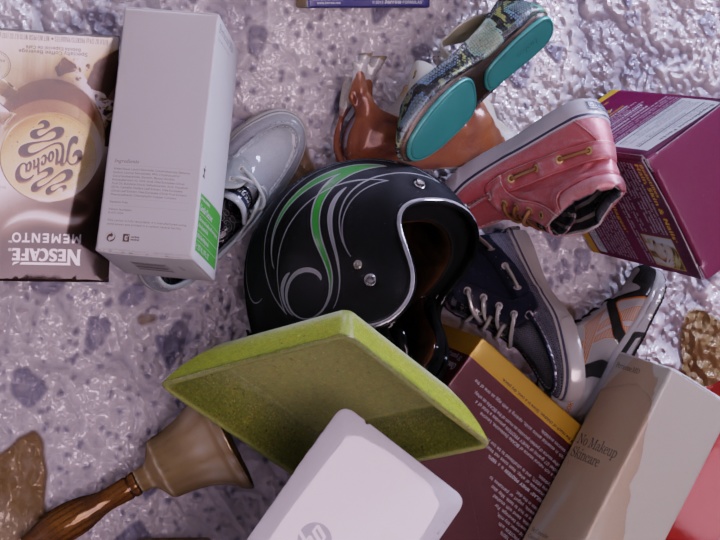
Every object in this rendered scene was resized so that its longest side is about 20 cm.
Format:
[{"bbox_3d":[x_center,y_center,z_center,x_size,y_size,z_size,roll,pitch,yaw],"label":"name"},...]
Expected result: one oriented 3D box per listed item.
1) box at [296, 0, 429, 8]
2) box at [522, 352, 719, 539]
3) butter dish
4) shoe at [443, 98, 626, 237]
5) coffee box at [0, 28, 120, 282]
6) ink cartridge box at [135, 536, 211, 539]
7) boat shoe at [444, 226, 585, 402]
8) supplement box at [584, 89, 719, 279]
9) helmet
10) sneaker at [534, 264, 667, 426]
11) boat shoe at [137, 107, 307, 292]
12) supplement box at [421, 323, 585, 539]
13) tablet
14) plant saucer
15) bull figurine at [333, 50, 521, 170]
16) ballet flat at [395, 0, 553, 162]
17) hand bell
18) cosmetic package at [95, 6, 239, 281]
[{"bbox_3d":[0.003,-0.332,1.518,0.120,0.032,0.202,-3,100,-23],"label":"box"},{"bbox_3d":[0.231,0.182,1.510,0.077,0.095,0.201,30,83,-23],"label":"box"},{"bbox_3d":[0.336,0.211,1.629,0.147,0.200,0.201,36,82,6],"label":"butter dish"},{"bbox_3d":[0.147,-0.063,1.526,0.071,0.200,0.092,14,53,-43],"label":"shoe"},{"bbox_3d":[-0.263,-0.095,1.415,0.112,0.080,0.202,0,97,-23],"label":"coffee box"},{"bbox_3d":[-0.156,0.330,1.450,0.074,0.200,0.166,-1,99,-7],"label":"ink cartridge box"},{"bbox_3d":[0.129,0.043,1.552,0.092,0.201,0.075,-5,132,-16],"label":"boat shoe"},{"bbox_3d":[0.269,-0.083,1.574,0.103,0.200,0.132,-34,110,-14],"label":"supplement box"},{"bbox_3d":[0.000,0.000,1.478,0.199,0.200,0.192,22,57,-24],"label":"helmet"},{"bbox_3d":[0.227,0.060,1.624,0.080,0.074,0.200,27,51,10],"label":"sneaker"},{"bbox_3d":[-0.111,-0.057,1.488,0.070,0.071,0.201,45,80,-21],"label":"boat shoe"},{"bbox_3d":[0.089,0.187,1.573,0.197,0.133,0.201,41,81,-22],"label":"supplement box"},{"bbox_3d":[-0.021,0.225,1.367,0.130,0.014,0.201,38,78,-9],"label":"tablet"},{"bbox_3d":[-0.025,0.098,1.411,0.200,0.199,0.048,39,48,-39],"label":"plant saucer"},{"bbox_3d":[0.067,-0.137,1.556,0.198,0.065,0.123,-7,93,-27],"label":"bull figurine"},{"bbox_3d":[0.083,-0.169,1.500,0.200,0.074,0.075,-41,111,-25],"label":"ballet flat"},{"bbox_3d":[-0.202,0.188,1.493,0.199,0.104,0.105,-28,107,-3],"label":"hand bell"},{"bbox_3d":[-0.156,-0.101,1.410,0.084,0.108,0.202,5,82,7],"label":"cosmetic package"}]
